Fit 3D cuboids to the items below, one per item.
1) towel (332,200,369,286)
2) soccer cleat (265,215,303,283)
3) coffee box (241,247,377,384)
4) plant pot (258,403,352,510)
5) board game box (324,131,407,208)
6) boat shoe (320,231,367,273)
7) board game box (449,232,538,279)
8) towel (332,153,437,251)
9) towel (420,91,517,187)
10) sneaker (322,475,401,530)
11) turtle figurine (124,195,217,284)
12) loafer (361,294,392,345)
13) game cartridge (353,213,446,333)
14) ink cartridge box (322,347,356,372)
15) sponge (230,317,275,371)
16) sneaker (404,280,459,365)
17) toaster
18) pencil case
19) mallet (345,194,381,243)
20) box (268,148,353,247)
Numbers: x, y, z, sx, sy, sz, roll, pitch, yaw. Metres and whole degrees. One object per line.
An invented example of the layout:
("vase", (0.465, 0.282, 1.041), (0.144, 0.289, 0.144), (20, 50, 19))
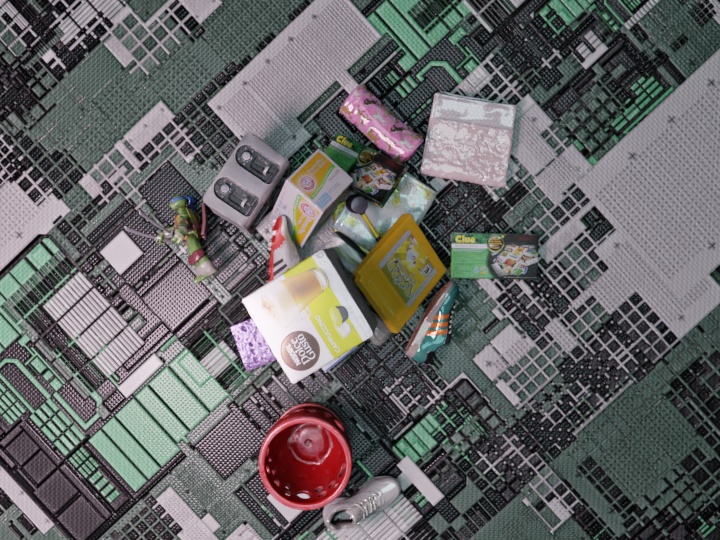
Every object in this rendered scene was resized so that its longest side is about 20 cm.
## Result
("towel", (-0.014, -0.062, 1.610), (0.085, 0.018, 0.202), (-7, 92, 0))
("soccer cleat", (-0.165, -0.040, 1.552), (0.084, 0.069, 0.201), (4, 131, -9))
("coffee box", (-0.099, 0.087, 1.458), (0.197, 0.200, 0.201), (-31, 91, 4))
("plant pot", (-0.114, 0.401, 1.546), (0.198, 0.183, 0.202), (0, 91, 1))
("board game box", (-0.002, -0.226, 1.552), (0.199, 0.023, 0.105), (33, 88, 28))
("boat shoe", (-0.001, 0.000, 1.570), (0.202, 0.074, 0.065), (43, 104, 1))
("board game box", (0.305, -0.033, 1.596), (0.198, 0.023, 0.106), (2, 93, 0))
("towel", (0.056, -0.138, 1.579), (0.170, 0.048, 0.201), (32, 88, -4))
("towel", (0.249, -0.298, 1.591), (0.198, 0.032, 0.193), (10, 92, 1))
("sneaker", (0.006, 0.541, 1.590), (0.199, 0.099, 0.078), (-30, 92, 2))
("turtle figurine", (-0.414, -0.056, 1.557), (0.143, 0.200, 0.195), (-24, 97, 36))
("loafer", (-0.002, 0.082, 1.593), (0.070, 0.070, 0.200), (-43, 99, -3))
("game cartridge", (0.089, 0.006, 1.529), (0.200, 0.032, 0.177), (-50, 119, -27))
("ink cartridge box", (-0.102, 0.121, 1.580), (0.099, 0.039, 0.201), (-37, 90, 1))
("sponge", (-0.190, 0.144, 1.614), (0.199, 0.030, 0.112), (-21, 93, 0))
("sneaker", (0.181, 0.122, 1.592), (0.079, 0.071, 0.201), (29, 98, -4))
("toaster", (-0.249, -0.184, 1.532), (0.118, 0.200, 0.182), (34, 84, -3))
("pencil case", (0.046, -0.328, 1.567), (0.200, 0.087, 0.083), (41, 111, -2))
("mallet", (0.034, -0.080, 1.524), (0.041, 0.066, 0.201), (-34, 97, -5))
("box", (-0.110, -0.152, 1.503), (0.101, 0.200, 0.113), (41, 63, 0))
